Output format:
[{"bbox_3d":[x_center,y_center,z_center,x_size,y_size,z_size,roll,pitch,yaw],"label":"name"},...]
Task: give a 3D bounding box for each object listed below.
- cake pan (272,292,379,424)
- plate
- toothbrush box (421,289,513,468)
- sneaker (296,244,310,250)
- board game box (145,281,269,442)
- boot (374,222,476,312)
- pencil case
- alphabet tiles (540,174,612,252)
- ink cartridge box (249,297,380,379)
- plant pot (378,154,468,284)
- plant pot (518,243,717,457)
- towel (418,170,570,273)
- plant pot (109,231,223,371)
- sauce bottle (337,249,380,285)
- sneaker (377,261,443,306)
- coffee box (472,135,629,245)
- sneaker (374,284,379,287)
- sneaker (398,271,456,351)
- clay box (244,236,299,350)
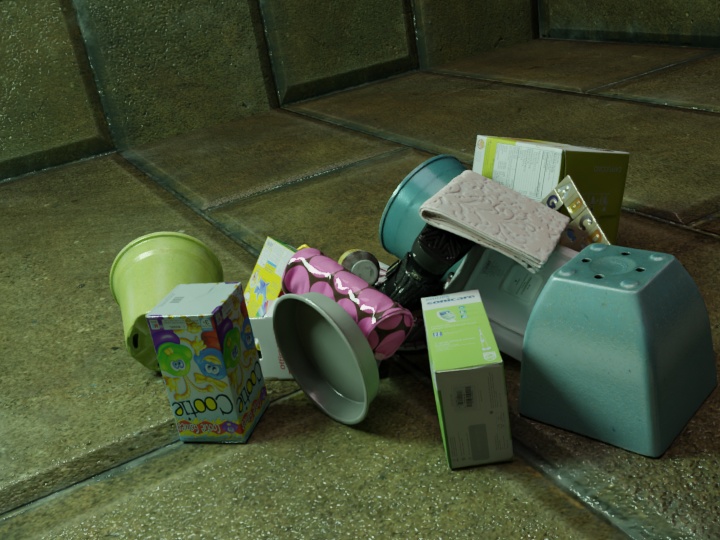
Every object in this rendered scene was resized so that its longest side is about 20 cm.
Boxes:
[{"bbox_3d":[-0.045,0.115,1.087,0.037,0.200,0.200,-30,30,-32],"label":"cake pan"},{"bbox_3d":[0.238,0.025,1.181,0.200,0.032,0.200,27,71,16],"label":"plate"},{"bbox_3d":[0.136,0.135,1.040,0.086,0.146,0.200,-8,24,4],"label":"toothbrush box"},{"bbox_3d":[-0.080,0.013,1.358,0.073,0.077,0.200,-33,27,-9],"label":"sneaker"},{"bbox_3d":[-0.210,0.129,1.121,0.103,0.200,0.105,-2,24,16],"label":"board game box"},{"bbox_3d":[0.092,-0.004,1.188,0.079,0.158,0.211,40,34,10],"label":"boot"},{"bbox_3d":[-0.023,0.050,1.113,0.200,0.091,0.094,33,89,39],"label":"pencil case"},{"bbox_3d":[0.322,-0.023,1.270,0.008,0.167,0.200,3,52,-36],"label":"alphabet tiles"},{"bbox_3d":[-0.075,0.103,1.233,0.200,0.116,0.067,-2,26,16],"label":"ink cartridge box"},{"bbox_3d":[0.167,-0.061,1.333,0.200,0.200,0.188,-27,53,-34],"label":"plant pot"},{"bbox_3d":[0.328,0.079,1.023,0.196,0.200,0.196,13,32,41],"label":"plant pot"},{"bbox_3d":[0.203,-0.077,1.175,0.191,0.032,0.200,28,30,14],"label":"towel"},{"bbox_3d":[-0.330,0.066,1.359,0.200,0.201,0.184,-12,35,-5],"label":"plant pot"},{"bbox_3d":[0.000,0.000,1.251,0.066,0.066,0.200,-12,5,-6],"label":"sauce bottle"},{"bbox_3d":[0.049,0.032,1.394,0.200,0.080,0.086,-9,25,5],"label":"sneaker"},{"bbox_3d":[0.332,-0.128,1.428,0.200,0.200,0.198,-4,16,-39],"label":"coffee box"},{"bbox_3d":[-0.012,0.077,1.305,0.200,0.067,0.091,-14,25,48],"label":"sneaker"},{"bbox_3d":[0.122,0.058,1.257,0.200,0.116,0.076,-7,24,5],"label":"sneaker"},{"bbox_3d":[-0.155,0.053,1.349,0.048,0.200,0.115,19,6,-34],"label":"clay box"}]
